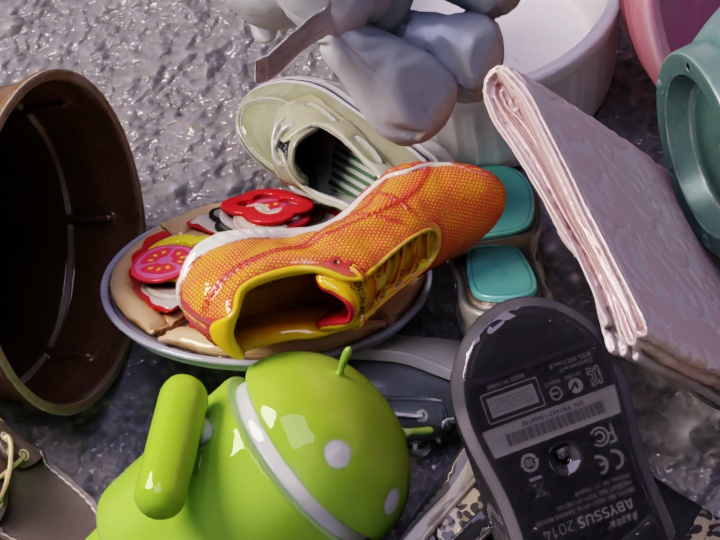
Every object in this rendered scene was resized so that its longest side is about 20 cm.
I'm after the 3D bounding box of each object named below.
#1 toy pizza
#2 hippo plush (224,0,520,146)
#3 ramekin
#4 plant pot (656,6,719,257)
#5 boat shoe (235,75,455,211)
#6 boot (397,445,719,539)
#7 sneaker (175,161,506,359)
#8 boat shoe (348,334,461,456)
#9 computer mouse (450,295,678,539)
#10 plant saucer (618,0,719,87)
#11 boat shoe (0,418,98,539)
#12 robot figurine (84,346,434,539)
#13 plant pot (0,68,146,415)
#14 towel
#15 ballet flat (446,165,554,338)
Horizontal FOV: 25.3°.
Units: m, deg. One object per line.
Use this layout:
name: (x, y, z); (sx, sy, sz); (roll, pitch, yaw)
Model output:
toy pizza: (-0.056, -0.004, 0.956); (0.198, 0.032, 0.201); (-1, 28, 0)
hippo plush: (-0.015, -0.158, 0.945); (0.199, 0.161, 0.160); (-27, 23, -25)
ramekin: (0.076, -0.160, 1.050); (0.198, 0.098, 0.202); (-5, 54, 7)
plant pot: (0.246, -0.081, 0.893); (0.133, 0.201, 0.201); (-15, 54, -7)
boat shoe: (-0.022, -0.078, 0.998); (0.062, 0.073, 0.199); (-1, 17, -42)
boot: (0.093, 0.173, 0.834); (0.153, 0.074, 0.204); (33, 81, 14)
sneaker: (0.000, 0.000, 0.870); (0.199, 0.073, 0.077); (-24, 42, -21)
boat shoe: (0.029, 0.073, 0.935); (0.198, 0.073, 0.062); (10, 101, 9)
computer mouse: (0.097, 0.114, 0.794); (0.137, 0.053, 0.202); (-14, 83, -6)
plant saucer: (0.226, -0.192, 0.995); (0.051, 0.201, 0.201); (18, 58, 48)
boat shoe: (-0.222, 0.110, 0.899); (0.199, 0.060, 0.072); (33, 58, -4)
robot figurine: (-0.058, 0.124, 0.849); (0.200, 0.175, 0.116); (-40, 36, 10)
plant pot: (-0.261, -0.014, 0.966); (0.196, 0.201, 0.202); (-1, 55, 19)
towel: (0.158, -0.008, 0.884); (0.032, 0.199, 0.192); (-37, 53, 23)
ballet flat: (0.079, 0.003, 0.953); (0.067, 0.064, 0.200); (-4, 26, 3)
